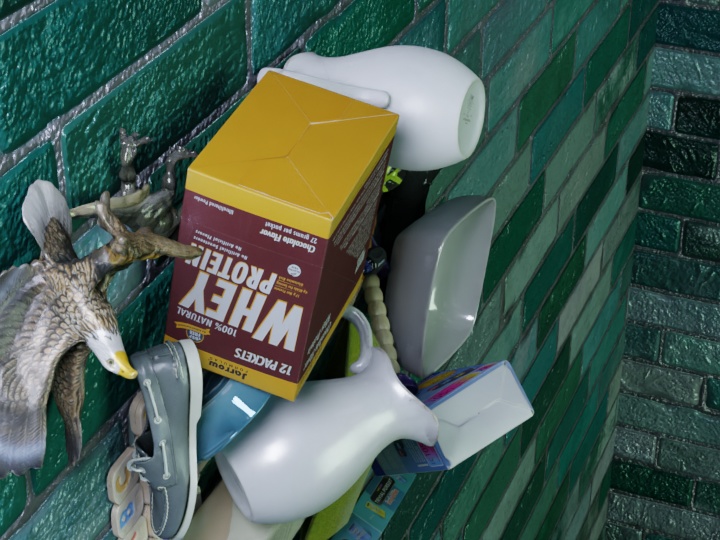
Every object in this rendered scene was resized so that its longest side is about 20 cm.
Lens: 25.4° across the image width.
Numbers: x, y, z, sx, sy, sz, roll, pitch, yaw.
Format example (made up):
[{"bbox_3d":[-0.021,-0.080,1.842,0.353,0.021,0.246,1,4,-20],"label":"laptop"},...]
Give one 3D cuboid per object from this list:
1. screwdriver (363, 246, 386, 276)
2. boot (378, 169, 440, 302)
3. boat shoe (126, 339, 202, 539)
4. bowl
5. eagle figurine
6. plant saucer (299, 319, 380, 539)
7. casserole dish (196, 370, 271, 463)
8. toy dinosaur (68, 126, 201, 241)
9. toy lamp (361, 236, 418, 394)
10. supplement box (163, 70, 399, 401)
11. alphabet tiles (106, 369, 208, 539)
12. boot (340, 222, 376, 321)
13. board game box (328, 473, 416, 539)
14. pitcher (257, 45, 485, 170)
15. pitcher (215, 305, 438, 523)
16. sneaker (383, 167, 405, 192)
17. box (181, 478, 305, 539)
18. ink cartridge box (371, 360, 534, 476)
[{"bbox_3d":[0.000,0.000,1.654,0.029,0.028,0.200,-55,177,12],"label":"screwdriver"},{"bbox_3d":[0.070,-0.070,1.993,0.165,0.065,0.202,-29,126,-55],"label":"boot"},{"bbox_3d":[-0.181,0.154,1.417,0.061,0.073,0.202,-5,119,-24],"label":"boat shoe"},{"bbox_3d":[0.088,0.011,1.918,0.200,0.074,0.201,-39,140,-60],"label":"bowl"},{"bbox_3d":[-0.222,0.049,1.199,0.151,0.151,0.200,32,103,-29],"label":"eagle figurine"},{"bbox_3d":[-0.017,0.178,1.743,0.201,0.047,0.201,111,-12,-45],"label":"plant saucer"},{"bbox_3d":[-0.114,0.100,1.503,0.121,0.039,0.200,-38,-166,34],"label":"casserole dish"},{"bbox_3d":[-0.180,-0.067,1.327,0.200,0.047,0.089,13,96,-68],"label":"toy dinosaur"},{"bbox_3d":[0.019,0.051,1.828,0.058,0.058,0.202,60,16,-62],"label":"toy lamp"},{"bbox_3d":[-0.072,-0.034,1.437,0.198,0.132,0.201,-60,166,-53],"label":"supplement box"},{"bbox_3d":[-0.182,0.181,1.510,0.196,0.014,0.201,-53,149,-51],"label":"alphabet tiles"},{"bbox_3d":[-0.028,-0.041,1.736,0.200,0.073,0.156,69,37,-76],"label":"boot"},{"bbox_3d":[-0.010,0.321,1.903,0.152,0.047,0.200,-57,175,17],"label":"board game box"},{"bbox_3d":[0.010,-0.167,1.570,0.171,0.198,0.122,-4,105,-69],"label":"pitcher"},{"bbox_3d":[-0.049,0.139,1.550,0.199,0.172,0.121,-27,165,-18],"label":"pitcher"},{"bbox_3d":[-0.035,-0.105,1.682,0.199,0.076,0.076,-14,117,-49],"label":"sneaker"},{"bbox_3d":[-0.115,0.259,1.623,0.200,0.077,0.096,-51,161,-54],"label":"box"},{"bbox_3d":[0.083,0.172,1.830,0.136,0.200,0.077,-28,93,-29],"label":"ink cartridge box"}]
